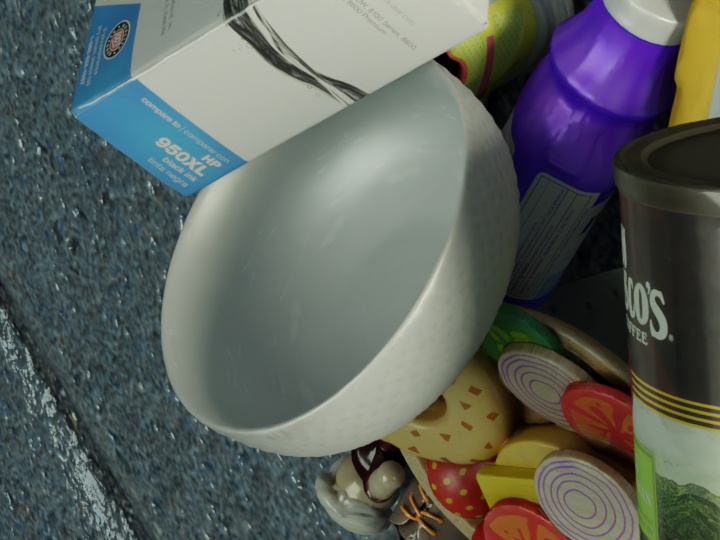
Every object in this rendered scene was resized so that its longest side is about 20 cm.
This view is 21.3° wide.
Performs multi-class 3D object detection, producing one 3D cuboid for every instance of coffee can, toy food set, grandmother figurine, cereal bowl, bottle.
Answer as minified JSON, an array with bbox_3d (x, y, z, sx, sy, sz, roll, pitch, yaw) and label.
[{"bbox_3d":[0.178,0.048,0.751,0.146,0.146,0.201,12,112,50],"label":"coffee can"},{"bbox_3d":[0.086,0.096,0.966,0.197,0.049,0.201,0,123,45],"label":"toy food set"},{"bbox_3d":[0.019,0.084,1.113,0.060,0.122,0.201,18,132,-1],"label":"grandmother figurine"},{"bbox_3d":[0.000,0.000,0.912,0.200,0.083,0.201,-26,47,32],"label":"cereal bowl"},{"bbox_3d":[0.102,-0.064,0.924,0.065,0.084,0.200,28,134,0],"label":"bottle"}]

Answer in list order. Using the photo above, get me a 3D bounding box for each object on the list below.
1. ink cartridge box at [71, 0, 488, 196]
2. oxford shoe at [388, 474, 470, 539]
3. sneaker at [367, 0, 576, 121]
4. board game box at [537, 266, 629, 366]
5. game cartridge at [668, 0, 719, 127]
[{"bbox_3d":[-0.034,-0.146,0.921,0.199,0.084,0.145,-26,42,34],"label":"ink cartridge box"},{"bbox_3d":[0.060,0.127,1.080,0.071,0.073,0.201,38,133,36],"label":"oxford shoe"},{"bbox_3d":[0.026,-0.099,1.002,0.078,0.090,0.200,58,144,13],"label":"sneaker"},{"bbox_3d":[0.175,0.089,0.952,0.200,0.026,0.201,-18,92,54],"label":"board game box"},{"bbox_3d":[0.207,-0.038,0.816,0.176,0.032,0.201,27,123,34],"label":"game cartridge"}]
